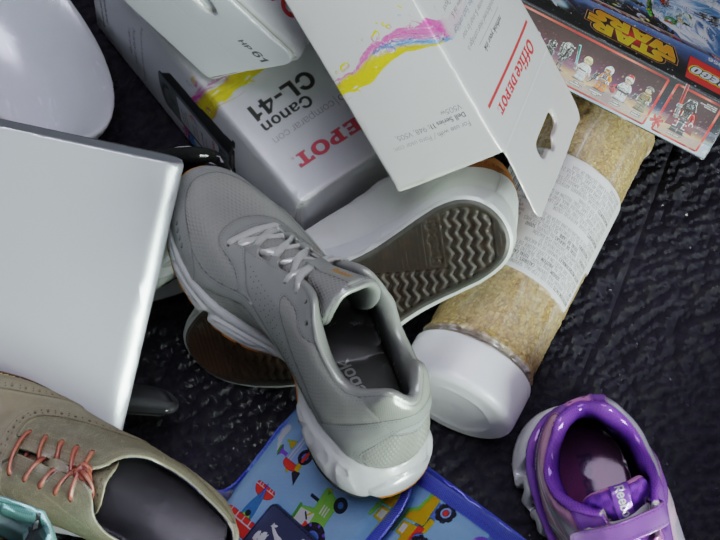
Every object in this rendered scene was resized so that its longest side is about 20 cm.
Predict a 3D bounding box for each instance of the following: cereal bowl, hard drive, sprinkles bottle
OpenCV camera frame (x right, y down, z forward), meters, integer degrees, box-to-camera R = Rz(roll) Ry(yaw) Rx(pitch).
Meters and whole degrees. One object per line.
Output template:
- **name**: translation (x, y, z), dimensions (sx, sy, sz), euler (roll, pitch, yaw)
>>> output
- **cereal bowl**: translation (-0.232, -0.120, 1.430), dimensions (0.083, 0.200, 0.200), euler (-42, 67, 23)
- **hard drive**: translation (-0.176, 0.027, 1.329), dimensions (0.132, 0.026, 0.200), euler (12, 101, -10)
- **sprinkles bottle**: translation (0.092, -0.008, 1.432), dimensions (0.068, 0.068, 0.200), euler (24, 66, 10)

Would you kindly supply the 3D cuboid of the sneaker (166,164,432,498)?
- **sneaker**: translation (-0.023, 0.011, 1.301), dimensions (0.076, 0.092, 0.200), euler (-27, 65, -28)

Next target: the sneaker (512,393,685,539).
- **sneaker**: translation (0.136, 0.147, 1.350), dimensions (0.080, 0.088, 0.200), euler (-17, 67, -11)

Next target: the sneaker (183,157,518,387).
- **sneaker**: translation (0.000, 0.000, 1.412), dimensions (0.200, 0.073, 0.085), euler (-23, 21, 21)

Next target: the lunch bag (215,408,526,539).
- **lunch bag**: translation (-0.005, 0.163, 1.330), dimensions (0.200, 0.094, 0.151), euler (34, 88, 30)

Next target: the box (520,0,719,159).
- **box**: translation (0.116, -0.149, 1.458), dimensions (0.200, 0.040, 0.137), euler (27, 31, -2)

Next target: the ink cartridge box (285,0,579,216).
- **ink cartridge box**: translation (0.031, -0.124, 1.340), dimensions (0.067, 0.200, 0.117), euler (-19, 24, 28)

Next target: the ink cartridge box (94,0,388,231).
- **ink cartridge box**: translation (-0.037, -0.125, 1.476), dimensions (0.148, 0.086, 0.200), euler (-34, 68, -17)

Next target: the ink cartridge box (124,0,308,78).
- **ink cartridge box**: translation (-0.062, -0.223, 1.390), dimensions (0.145, 0.085, 0.200), euler (42, 60, -29)

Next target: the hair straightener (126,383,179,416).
- **hair straightener**: translation (-0.190, 0.049, 1.368), dimensions (0.200, 0.041, 0.077), euler (14, 100, -11)

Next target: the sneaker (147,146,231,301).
- **sneaker**: translation (-0.151, -0.006, 1.398), dimensions (0.200, 0.115, 0.076), euler (-35, 70, -16)

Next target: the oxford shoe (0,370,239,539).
- **oxford shoe**: translation (-0.147, 0.091, 1.288), dimensions (0.200, 0.075, 0.070), euler (22, 78, -12)

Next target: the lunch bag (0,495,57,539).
- **lunch bag**: translation (-0.239, 0.167, 1.283), dimensions (0.200, 0.170, 0.122), euler (-19, 74, -11)
